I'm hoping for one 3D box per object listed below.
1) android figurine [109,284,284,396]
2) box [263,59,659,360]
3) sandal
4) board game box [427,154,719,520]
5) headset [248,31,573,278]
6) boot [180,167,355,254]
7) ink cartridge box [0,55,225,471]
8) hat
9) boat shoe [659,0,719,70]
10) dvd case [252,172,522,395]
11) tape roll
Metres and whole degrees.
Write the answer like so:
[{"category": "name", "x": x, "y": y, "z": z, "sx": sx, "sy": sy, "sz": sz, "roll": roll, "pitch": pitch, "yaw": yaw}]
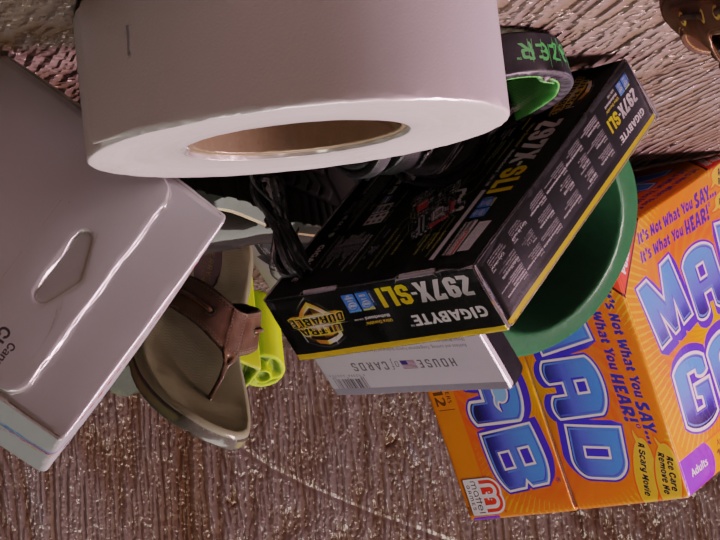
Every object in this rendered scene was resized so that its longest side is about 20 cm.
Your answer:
[{"category": "android figurine", "x": -0.128, "y": 0.011, "z": 1.712, "sx": 0.182, "sy": 0.200, "sz": 0.041, "roll": 21, "pitch": 126, "yaw": -27}, {"category": "box", "x": 0.058, "y": -0.035, "z": 1.516, "sx": 0.159, "sy": 0.049, "sz": 0.200, "roll": -9, "pitch": -148, "yaw": 41}, {"category": "sandal", "x": -0.094, "y": 0.025, "z": 1.638, "sx": 0.080, "sy": 0.201, "sz": 0.057, "roll": 24, "pitch": 130, "yaw": -23}, {"category": "board game box", "x": 0.181, "y": 0.050, "z": 2.004, "sx": 0.200, "sy": 0.200, "sz": 0.200, "roll": -10, "pitch": -166, "yaw": 39}, {"category": "headset", "x": 0.025, "y": -0.068, "z": 1.453, "sx": 0.200, "sy": 0.094, "sz": 0.123, "roll": -21, "pitch": 167, "yaw": 28}, {"category": "boot", "x": -0.111, "y": -0.023, "z": 1.605, "sx": 0.200, "sy": 0.078, "sz": 0.138, "roll": 11, "pitch": 135, "yaw": -32}, {"category": "ink cartridge box", "x": -0.176, "y": 0.002, "z": 1.397, "sx": 0.145, "sy": 0.145, "sz": 0.200, "roll": 36, "pitch": 167, "yaw": -3}, {"category": "hat", "x": 0.075, "y": -0.046, "z": 1.811, "sx": 0.176, "sy": 0.166, "sz": 0.200, "roll": 32, "pitch": 160, "yaw": 42}, {"category": "boat shoe", "x": 0.177, "y": -0.119, "z": 1.222, "sx": 0.072, "sy": 0.068, "sz": 0.200, "roll": -6, "pitch": 175, "yaw": -2}, {"category": "dvd case", "x": 0.000, "y": 0.000, "z": 1.712, "sx": 0.150, "sy": 0.200, "sz": 0.025, "roll": -3, "pitch": -140, "yaw": 39}, {"category": "tape roll", "x": -0.033, "y": -0.094, "z": 1.244, "sx": 0.202, "sy": 0.071, "sz": 0.202, "roll": -6, "pitch": 175, "yaw": -1}]
